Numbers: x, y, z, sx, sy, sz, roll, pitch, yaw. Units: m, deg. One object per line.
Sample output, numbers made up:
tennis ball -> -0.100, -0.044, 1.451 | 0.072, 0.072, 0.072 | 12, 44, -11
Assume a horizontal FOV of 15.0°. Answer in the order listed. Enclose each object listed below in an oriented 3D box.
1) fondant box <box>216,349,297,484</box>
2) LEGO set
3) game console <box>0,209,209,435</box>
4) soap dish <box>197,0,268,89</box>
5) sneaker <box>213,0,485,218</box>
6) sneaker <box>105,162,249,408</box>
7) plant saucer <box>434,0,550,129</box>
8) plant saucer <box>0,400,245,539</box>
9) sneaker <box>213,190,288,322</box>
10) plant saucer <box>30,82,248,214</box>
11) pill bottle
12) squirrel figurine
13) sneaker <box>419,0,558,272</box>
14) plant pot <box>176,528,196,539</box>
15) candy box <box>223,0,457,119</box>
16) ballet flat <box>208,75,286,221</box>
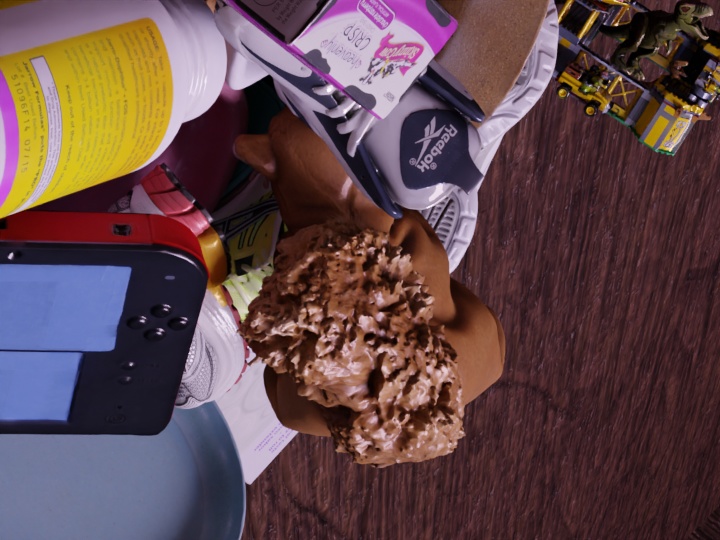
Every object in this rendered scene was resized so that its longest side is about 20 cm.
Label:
fondant box -> -0.066, 0.053, 1.826 | 0.144, 0.058, 0.200 | -48, 162, -5
LEGO set -> 0.202, -0.175, 1.834 | 0.116, 0.154, 0.200 | -59, 167, 26
game console -> -0.185, 0.033, 1.396 | 0.200, 0.031, 0.177 | 2, 139, -13
soap dish -> -0.020, -0.198, 1.413 | 0.200, 0.081, 0.157 | -35, 156, -34
sneaker -> 0.007, -0.091, 1.351 | 0.079, 0.130, 0.199 | -46, 161, -11
sneaker -> -0.117, 0.019, 1.492 | 0.082, 0.078, 0.200 | -34, 151, -14
plant saucer -> 0.055, -0.173, 1.541 | 0.035, 0.200, 0.200 | 14, 125, -22
plant saucer -> -0.159, 0.112, 1.534 | 0.200, 0.200, 0.027 | -31, 171, -41
sneaker -> -0.063, -0.012, 1.629 | 0.200, 0.075, 0.076 | -49, -159, 19
plant saucer -> -0.147, -0.040, 1.482 | 0.201, 0.051, 0.201 | -43, 159, -20
pill bottle -> -0.152, -0.086, 1.299 | 0.200, 0.104, 0.104 | -23, 148, -51
squirrel figurine -> 0.000, 0.000, 1.488 | 0.200, 0.141, 0.187 | -94, 173, -67
sneaker -> 0.055, -0.092, 1.668 | 0.200, 0.078, 0.099 | -63, -173, 4
plant pot -> -0.181, 0.169, 1.625 | 0.200, 0.200, 0.028 | -26, 108, -49
candy box -> -0.063, -0.160, 1.206 | 0.061, 0.200, 0.136 | -51, 160, 3
ballet flat -> -0.033, -0.104, 1.571 | 0.200, 0.069, 0.069 | -59, 159, 19
